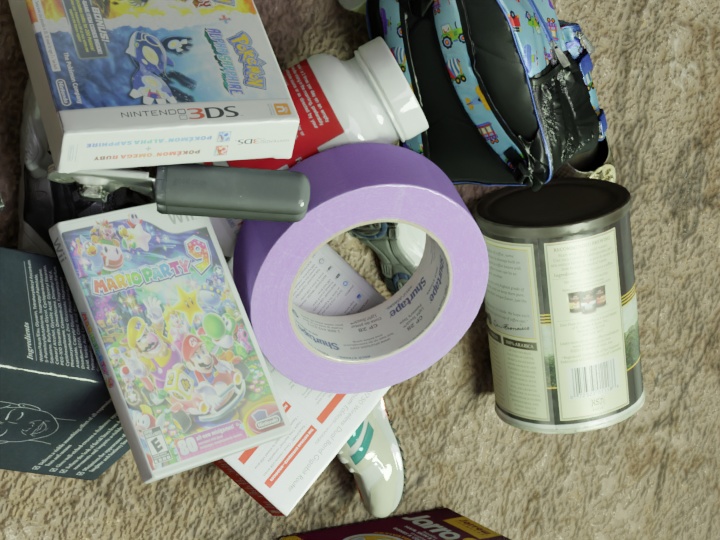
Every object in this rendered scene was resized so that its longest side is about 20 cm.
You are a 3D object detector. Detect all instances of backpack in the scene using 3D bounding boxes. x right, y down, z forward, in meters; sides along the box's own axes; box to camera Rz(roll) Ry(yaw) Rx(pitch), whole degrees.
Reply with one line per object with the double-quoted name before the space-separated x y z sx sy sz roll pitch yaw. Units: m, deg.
"backpack" 0.101 -0.179 1.631 0.134 0.182 0.202 -34 113 -37

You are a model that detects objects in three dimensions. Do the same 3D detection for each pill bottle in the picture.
"pill bottle" -0.050 -0.105 1.575 0.199 0.112 0.113 -29 120 2

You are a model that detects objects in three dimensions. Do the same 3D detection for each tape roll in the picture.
"tape roll" 0.000 0.000 1.555 0.198 0.066 0.202 -10 127 -14

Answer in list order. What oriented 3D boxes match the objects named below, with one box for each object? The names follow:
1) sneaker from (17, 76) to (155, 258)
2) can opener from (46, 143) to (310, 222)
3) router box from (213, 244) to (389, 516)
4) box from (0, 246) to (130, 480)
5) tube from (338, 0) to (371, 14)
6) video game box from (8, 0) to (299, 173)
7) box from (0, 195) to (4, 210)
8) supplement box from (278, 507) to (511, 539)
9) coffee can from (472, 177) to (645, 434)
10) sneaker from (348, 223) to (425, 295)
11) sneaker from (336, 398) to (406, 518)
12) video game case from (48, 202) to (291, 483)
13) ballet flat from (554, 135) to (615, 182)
"sneaker" -0.209 -0.072 1.516 0.113 0.076 0.202 0 107 -14
"can opener" -0.136 -0.078 1.448 0.198 0.053 0.068 4 78 -4
"router box" -0.072 0.075 1.643 0.179 0.049 0.200 43 74 -9
"box" -0.256 0.072 1.470 0.199 0.148 0.108 12 52 -38
"tube" 0.067 -0.238 1.717 0.199 0.052 0.058 5 139 -40
"video game box" -0.158 -0.163 1.458 0.180 0.201 0.047 -4 140 -23
"box" -0.373 -0.108 1.362 0.192 0.047 0.202 -14 76 -31
"supplement box" 0.037 0.296 1.767 0.199 0.130 0.104 -5 104 -36
"coffee can" 0.186 0.031 1.804 0.145 0.146 0.202 -19 112 -31
"sneaker" 0.038 -0.050 1.735 0.087 0.074 0.201 -55 133 -27
"sneaker" -0.022 0.133 1.731 0.093 0.070 0.202 -17 108 -22
"video game case" -0.141 0.047 1.458 0.142 0.018 0.202 -14 79 -45
"ballet flat" 0.202 -0.146 1.835 0.067 0.046 0.201 -35 119 -24
